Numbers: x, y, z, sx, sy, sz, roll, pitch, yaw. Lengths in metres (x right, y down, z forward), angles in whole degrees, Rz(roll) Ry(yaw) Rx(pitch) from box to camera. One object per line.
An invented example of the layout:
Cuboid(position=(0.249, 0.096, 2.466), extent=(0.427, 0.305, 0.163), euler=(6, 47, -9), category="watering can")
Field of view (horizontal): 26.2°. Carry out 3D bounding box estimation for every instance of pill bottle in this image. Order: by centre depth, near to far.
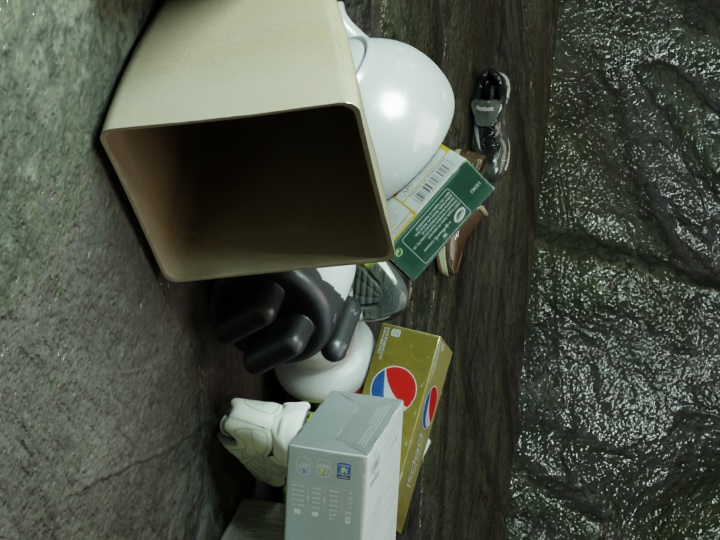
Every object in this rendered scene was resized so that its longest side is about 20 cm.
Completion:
Cuboid(position=(-0.030, 0.118, 1.662), extent=(0.201, 0.111, 0.114), euler=(74, 24, -53), category="pill bottle")

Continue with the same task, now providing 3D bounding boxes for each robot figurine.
Cuboid(position=(-0.068, 0.004, 1.454), extent=(0.201, 0.123, 0.152), euler=(-68, 162, -49), category="robot figurine")

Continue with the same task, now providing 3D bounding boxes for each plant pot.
Cuboid(position=(-0.082, -0.128, 1.262), extent=(0.201, 0.197, 0.179), euler=(74, 14, -54), category="plant pot")

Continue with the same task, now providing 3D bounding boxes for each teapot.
Cuboid(position=(-0.009, -0.168, 1.602), extent=(0.146, 0.199, 0.198), euler=(41, 80, -27), category="teapot")

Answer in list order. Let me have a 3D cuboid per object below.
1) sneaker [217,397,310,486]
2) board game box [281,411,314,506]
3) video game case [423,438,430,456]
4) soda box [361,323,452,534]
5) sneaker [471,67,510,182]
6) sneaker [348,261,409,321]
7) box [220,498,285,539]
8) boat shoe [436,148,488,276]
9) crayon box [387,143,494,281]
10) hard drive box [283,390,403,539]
Cuboid(position=(-0.097, 0.159, 1.500), extent=(0.200, 0.080, 0.076), euler=(112, -9, -71), category="sneaker")
Cuboid(position=(-0.054, 0.253, 1.638), extent=(0.201, 0.047, 0.102), euler=(100, 6, -48), category="board game box")
Cuboid(position=(0.001, 0.265, 1.715), extent=(0.184, 0.022, 0.200), euler=(-63, -169, -13), category="video game case")
Cuboid(position=(0.033, 0.163, 1.593), extent=(0.064, 0.067, 0.202), euler=(49, 55, -67), category="soda box")
Cuboid(position=(0.218, -0.254, 2.635), extent=(0.090, 0.066, 0.203), euler=(38, 53, -69), category="sneaker")
Cuboid(position=(0.000, 0.000, 1.583), extent=(0.084, 0.199, 0.075), euler=(5, 105, -35), category="sneaker")
Cuboid(position=(-0.100, 0.311, 1.479), extent=(0.200, 0.094, 0.079), euler=(-59, 151, -58), category="box")
Cuboid(position=(0.163, -0.091, 2.435), extent=(0.075, 0.074, 0.205), euler=(28, 67, -74), category="boat shoe")
Cuboid(position=(0.047, -0.078, 1.615), extent=(0.052, 0.126, 0.200), euler=(41, 1, -26), category="crayon box")
Cuboid(position=(-0.016, 0.234, 1.439), extent=(0.156, 0.076, 0.203), euler=(-43, 137, -71), category="hard drive box")
